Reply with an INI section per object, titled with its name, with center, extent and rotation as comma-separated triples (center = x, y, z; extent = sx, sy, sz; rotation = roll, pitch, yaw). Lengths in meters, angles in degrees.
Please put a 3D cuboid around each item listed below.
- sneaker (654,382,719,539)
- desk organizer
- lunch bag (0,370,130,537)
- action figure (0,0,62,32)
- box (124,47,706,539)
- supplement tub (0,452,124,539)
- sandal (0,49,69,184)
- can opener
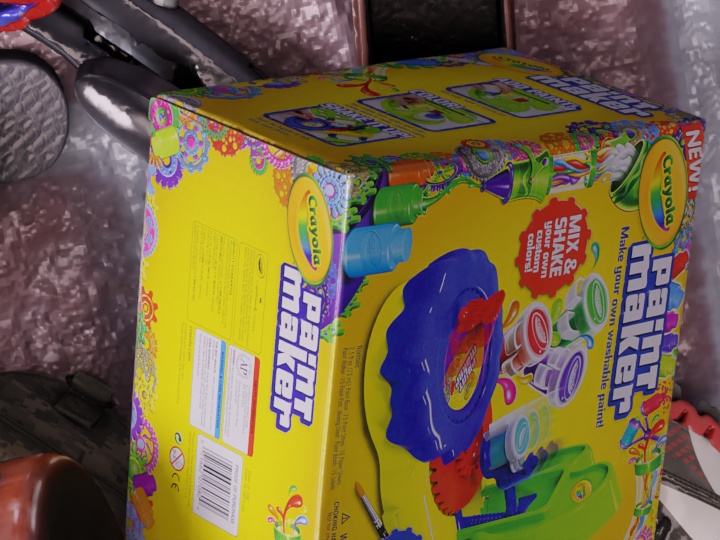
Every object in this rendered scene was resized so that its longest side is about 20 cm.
[sneaker]
center = 0.148, 0.125, 1.328
extent = 0.200, 0.098, 0.071
rotation = 42, 143, -12
[desk organizer]
center = 0.027, -0.170, 1.250
extent = 0.071, 0.077, 0.201
rotation = -4, 107, 1
[lunch bag]
center = -0.177, 0.146, 1.299
extent = 0.139, 0.168, 0.200
rotation = 30, 103, 7
[action figure]
center = -0.191, -0.113, 1.219
extent = 0.199, 0.052, 0.066
rotation = -21, 119, -11
[box]
center = 0.020, 0.029, 1.200
extent = 0.192, 0.122, 0.201
rotation = -12, 114, -40
[supplement tub]
center = -0.194, 0.139, 1.160
extent = 0.199, 0.107, 0.107
rotation = -12, 108, 15
[sandal]
center = -0.228, -0.065, 1.301
extent = 0.199, 0.043, 0.076
rotation = 3, 109, -13
[can opener]
center = -0.122, -0.113, 1.276
extent = 0.200, 0.079, 0.063
rotation = 40, 95, 1
